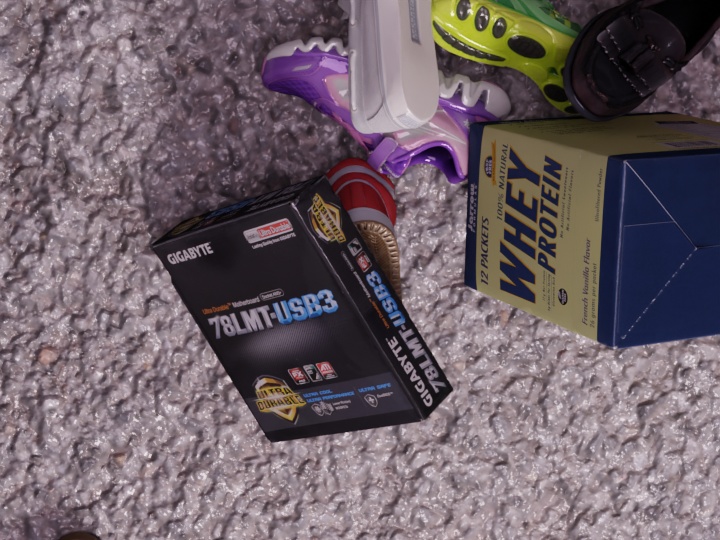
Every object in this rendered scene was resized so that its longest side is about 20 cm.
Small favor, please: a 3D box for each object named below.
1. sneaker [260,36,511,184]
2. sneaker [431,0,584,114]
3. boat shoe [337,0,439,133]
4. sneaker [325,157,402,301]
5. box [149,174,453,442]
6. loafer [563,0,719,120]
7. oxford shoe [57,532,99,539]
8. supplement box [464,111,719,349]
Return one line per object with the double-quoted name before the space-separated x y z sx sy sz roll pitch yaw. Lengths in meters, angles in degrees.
"sneaker" 0.016 -0.121 1.193 0.200 0.080 0.089 15 81 -7
"sneaker" 0.142 -0.189 1.195 0.200 0.084 0.074 24 140 -27
"boat shoe" 0.015 -0.198 1.133 0.068 0.072 0.200 -12 80 33
"sneaker" 0.000 0.000 1.248 0.071 0.113 0.200 -3 134 -5
"box" -0.051 0.036 1.191 0.050 0.200 0.199 -43 109 -37
"loafer" 0.226 -0.182 1.147 0.200 0.063 0.072 -39 95 -38
"oxford shoe" -0.295 0.312 1.296 0.071 0.071 0.200 38 100 -13
"supplement box" 0.214 -0.039 1.146 0.200 0.200 0.134 -5 105 -27
